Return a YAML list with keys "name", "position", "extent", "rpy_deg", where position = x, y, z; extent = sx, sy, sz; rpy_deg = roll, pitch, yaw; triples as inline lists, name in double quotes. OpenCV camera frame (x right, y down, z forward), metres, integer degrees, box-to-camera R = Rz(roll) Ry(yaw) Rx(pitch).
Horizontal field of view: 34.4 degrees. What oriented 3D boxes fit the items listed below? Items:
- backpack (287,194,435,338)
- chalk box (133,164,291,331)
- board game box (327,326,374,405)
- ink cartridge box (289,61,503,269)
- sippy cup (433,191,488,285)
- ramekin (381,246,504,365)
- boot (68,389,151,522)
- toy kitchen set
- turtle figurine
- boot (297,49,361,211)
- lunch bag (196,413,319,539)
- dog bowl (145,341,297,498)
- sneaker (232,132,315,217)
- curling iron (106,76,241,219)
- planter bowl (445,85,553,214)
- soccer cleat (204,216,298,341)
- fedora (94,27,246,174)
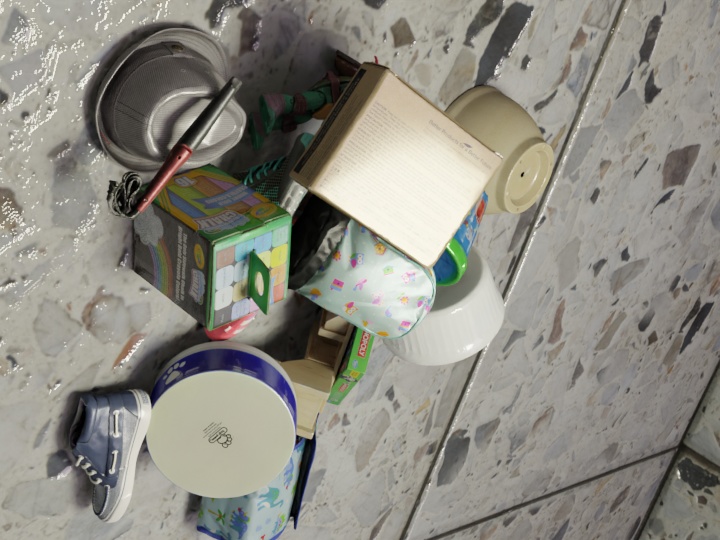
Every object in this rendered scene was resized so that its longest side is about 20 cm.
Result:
- name: "backpack"
  position: [0.000, 0.000, 1.500]
  extent: [0.200, 0.127, 0.167]
  rpy_deg: [31, 110, -23]
- name: "chalk box"
  position: [-0.163, -0.021, 1.380]
  extent: [0.124, 0.200, 0.125]
  rpy_deg: [-23, 134, -40]
- name: "board game box"
  position: [-0.011, 0.110, 1.700]
  extent: [0.200, 0.029, 0.135]
  rpy_deg: [123, -18, -68]
- name: "ink cartridge box"
  position: [0.044, -0.122, 1.370]
  extent: [0.200, 0.075, 0.165]
  rpy_deg: [34, 91, -29]
- name: "sippy cup"
  position: [0.106, -0.070, 1.594]
  extent: [0.130, 0.178, 0.140]
  rpy_deg: [-57, 132, -27]
- name: "ramekin"
  position: [0.117, 0.041, 1.797]
  extent: [0.200, 0.200, 0.098]
  rpy_deg: [-40, 135, -24]
- name: "boot"
  position: [-0.340, 0.241, 1.502]
  extent: [0.090, 0.073, 0.200]
  rpy_deg: [2, 114, -36]
- name: "toy kitchen set"
  position: [-0.112, 0.098, 1.659]
  extent: [0.200, 0.180, 0.163]
  rpy_deg: [-81, -169, -67]
- name: "turtle figurine"
  position: [-0.033, -0.195, 1.447]
  extent: [0.199, 0.101, 0.150]
  rpy_deg: [-8, 151, -19]
- name: "boot"
  position: [-0.040, -0.172, 1.545]
  extent: [0.200, 0.064, 0.186]
  rpy_deg: [-50, 145, -3]
- name: "lunch bag"
  position: [-0.139, 0.312, 1.763]
  extent: [0.200, 0.127, 0.170]
  rpy_deg: [-24, 133, -57]
- name: "dog bowl"
  position: [-0.184, 0.200, 1.543]
  extent: [0.199, 0.079, 0.201]
  rpy_deg: [-1, 115, -3]
- name: "sneaker"
  position: [-0.116, -0.101, 1.436]
  extent: [0.200, 0.091, 0.078]
  rpy_deg: [-57, -178, 41]
- name: "curling iron"
  position: [-0.198, -0.132, 1.251]
  extent: [0.200, 0.026, 0.050]
  rpy_deg: [-46, 140, -4]
- name: "planter bowl"
  position: [0.212, -0.169, 1.796]
  extent: [0.200, 0.135, 0.201]
  rpy_deg: [-31, 138, -33]
- name: "soccer cleat"
  position: [-0.135, 0.015, 1.572]
  extent: [0.200, 0.067, 0.076]
  rpy_deg: [-58, 151, -4]
- name: "fedora"
  position: [-0.198, -0.176, 1.308]
  extent: [0.200, 0.090, 0.177]
  rpy_deg: [4, 114, -53]
